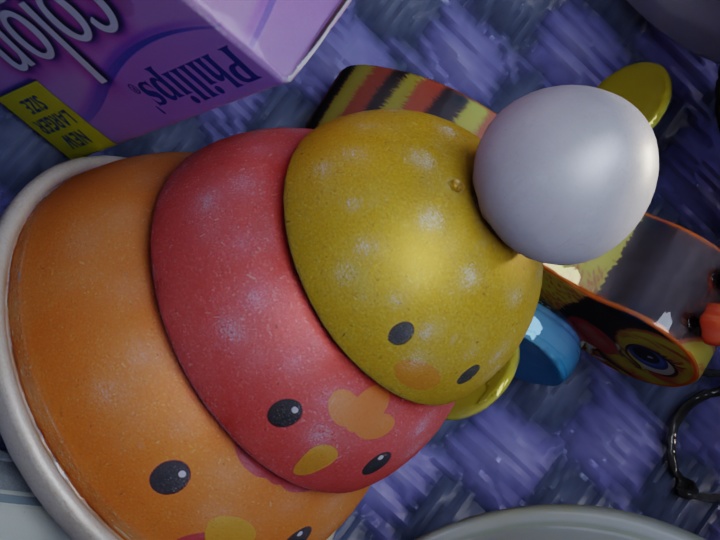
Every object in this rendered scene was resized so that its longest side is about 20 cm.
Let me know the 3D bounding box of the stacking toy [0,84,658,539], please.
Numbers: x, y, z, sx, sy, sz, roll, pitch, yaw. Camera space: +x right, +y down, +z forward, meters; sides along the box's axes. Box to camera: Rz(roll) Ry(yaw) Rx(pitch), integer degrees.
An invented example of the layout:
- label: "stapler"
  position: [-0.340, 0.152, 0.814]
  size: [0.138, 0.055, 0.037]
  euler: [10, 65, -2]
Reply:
- label: "stacking toy"
  position: [0.000, 0.000, 0.855]
  size: [0.146, 0.200, 0.146]
  euler: [29, 46, -35]

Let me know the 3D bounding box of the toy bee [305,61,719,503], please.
- label: "toy bee"
  position: [0.081, -0.006, 0.958]
  size: [0.200, 0.109, 0.131]
  euler: [15, 77, -22]

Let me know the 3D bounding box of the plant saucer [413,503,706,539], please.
- label: "plant saucer"
  position: [0.057, 0.172, 0.900]
  size: [0.200, 0.050, 0.200]
  euler: [0, 90, 16]

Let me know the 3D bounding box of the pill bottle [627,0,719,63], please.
- label: "pill bottle"
  position: [0.170, -0.168, 1.011]
  size: [0.200, 0.111, 0.111]
  euler: [-42, 102, -21]

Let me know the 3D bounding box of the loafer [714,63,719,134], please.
- label: "loafer"
  position: [0.169, -0.027, 0.960]
  size: [0.073, 0.071, 0.200]
  euler: [-40, 142, -16]

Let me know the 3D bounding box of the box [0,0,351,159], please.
- label: "box"
  position: [-0.103, -0.137, 0.850]
  size: [0.200, 0.176, 0.097]
  euler: [38, 71, -17]

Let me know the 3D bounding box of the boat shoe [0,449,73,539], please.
- label: "boat shoe"
  position: [-0.167, 0.033, 0.863]
  size: [0.201, 0.070, 0.072]
  euler: [17, 83, -19]
